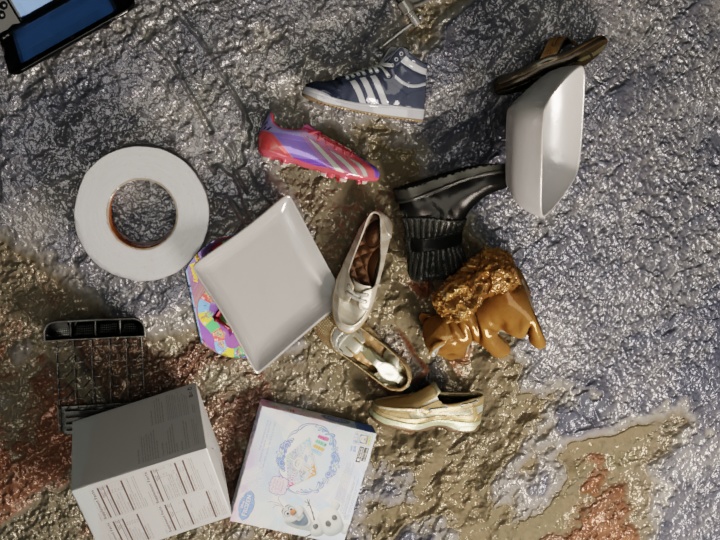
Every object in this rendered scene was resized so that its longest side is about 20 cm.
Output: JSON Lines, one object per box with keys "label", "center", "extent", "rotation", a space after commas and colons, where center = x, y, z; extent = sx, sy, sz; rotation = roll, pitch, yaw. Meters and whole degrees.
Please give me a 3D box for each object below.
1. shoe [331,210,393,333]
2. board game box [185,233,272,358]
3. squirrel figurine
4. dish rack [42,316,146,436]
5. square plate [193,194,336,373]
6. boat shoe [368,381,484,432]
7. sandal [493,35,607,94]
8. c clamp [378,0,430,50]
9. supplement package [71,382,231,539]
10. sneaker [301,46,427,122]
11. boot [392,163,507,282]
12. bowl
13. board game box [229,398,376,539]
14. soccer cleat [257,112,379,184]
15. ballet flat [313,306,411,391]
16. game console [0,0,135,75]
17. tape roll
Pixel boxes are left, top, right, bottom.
{"label": "shoe", "center": [0.000, 0.000, 1.434], "extent": [0.069, 0.053, 0.203], "rotation": [16, 85, 6]}
{"label": "board game box", "center": [-0.186, 0.045, 1.434], "extent": [0.156, 0.039, 0.203], "rotation": [-12, 101, -8]}
{"label": "squirrel figurine", "center": [0.174, 0.060, 1.448], "extent": [0.185, 0.143, 0.201], "rotation": [-22, 134, 13]}
{"label": "dish rack", "center": [-0.404, 0.168, 1.411], "extent": [0.151, 0.055, 0.203], "rotation": [-2, 100, -9]}
{"label": "square plate", "center": [-0.139, 0.020, 1.403], "extent": [0.198, 0.028, 0.202], "rotation": [-39, 113, -27]}
{"label": "boat shoe", "center": [0.111, 0.217, 1.502], "extent": [0.197, 0.072, 0.077], "rotation": [4, 112, -21]}
{"label": "sandal", "center": [0.299, -0.337, 1.449], "extent": [0.198, 0.082, 0.055], "rotation": [-22, 81, 1]}
{"label": "c clamp", "center": [0.055, -0.470, 1.395], "extent": [0.170, 0.027, 0.202], "rotation": [-32, 103, -5]}
{"label": "supplement package", "center": [-0.316, 0.300, 1.380], "extent": [0.197, 0.152, 0.152], "rotation": [-17, 124, -7]}
{"label": "sneaker", "center": [0.011, -0.296, 1.395], "extent": [0.197, 0.070, 0.110], "rotation": [6, 104, -18]}
{"label": "boot", "center": [0.160, -0.079, 1.456], "extent": [0.208, 0.079, 0.160], "rotation": [-16, 100, -2]}
{"label": "bowl", "center": [0.281, -0.204, 1.406], "extent": [0.074, 0.200, 0.202], "rotation": [12, 125, 28]}
{"label": "board game box", "center": [-0.096, 0.332, 1.500], "extent": [0.196, 0.043, 0.203], "rotation": [15, 97, -13]}
{"label": "soccer cleat", "center": [-0.061, -0.184, 1.408], "extent": [0.197, 0.067, 0.078], "rotation": [13, 93, -9]}
{"label": "ballet flat", "center": [0.008, 0.128, 1.472], "extent": [0.199, 0.065, 0.071], "rotation": [34, 93, -14]}
{"label": "game console", "center": [-0.439, -0.396, 1.274], "extent": [0.198, 0.116, 0.177], "rotation": [-30, 104, -4]}
{"label": "tape roll", "center": [-0.327, -0.088, 1.374], "extent": [0.197, 0.066, 0.203], "rotation": [-2, 99, -10]}
